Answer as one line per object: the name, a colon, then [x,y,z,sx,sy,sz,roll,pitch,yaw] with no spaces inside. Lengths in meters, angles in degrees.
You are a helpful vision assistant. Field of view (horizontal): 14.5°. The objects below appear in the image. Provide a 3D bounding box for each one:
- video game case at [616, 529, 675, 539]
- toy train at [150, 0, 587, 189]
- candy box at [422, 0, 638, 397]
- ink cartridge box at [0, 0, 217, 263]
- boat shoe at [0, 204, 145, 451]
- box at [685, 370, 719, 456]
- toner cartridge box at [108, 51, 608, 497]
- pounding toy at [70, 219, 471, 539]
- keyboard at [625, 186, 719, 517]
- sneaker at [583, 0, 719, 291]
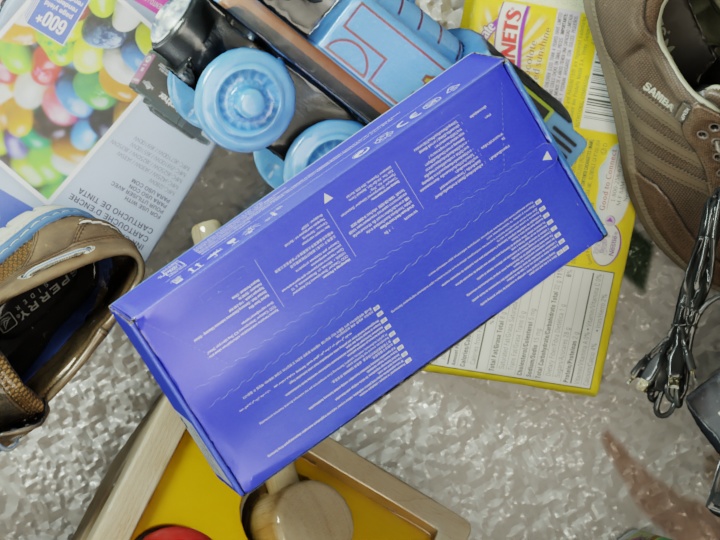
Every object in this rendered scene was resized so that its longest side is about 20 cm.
video game case: [0.100,0.190,1.304,0.199,0.182,0.022,-32,105,-20]
toy train: [0.002,-0.077,1.280,0.200,0.087,0.114,38,90,-20]
candy box: [0.085,-0.044,1.359,0.102,0.026,0.201,10,99,-10]
ink cartridge box: [-0.131,-0.068,1.315,0.119,0.042,0.201,30,98,-14]
boat shoe: [-0.174,0.047,1.237,0.200,0.072,0.072,-50,122,-19]
box: [0.292,0.085,1.331,0.200,0.123,0.199,-37,76,3]
toner cartridge box: [0.000,0.000,1.224,0.200,0.043,0.095,-35,108,-11]
pounding toy: [-0.054,0.123,1.288,0.184,0.200,0.142,31,139,-6]
keyboard: [0.198,0.019,1.291,0.126,0.021,0.201,18,83,8]
sneaker: [0.162,-0.066,1.321,0.070,0.075,0.201,-37,120,-18]
